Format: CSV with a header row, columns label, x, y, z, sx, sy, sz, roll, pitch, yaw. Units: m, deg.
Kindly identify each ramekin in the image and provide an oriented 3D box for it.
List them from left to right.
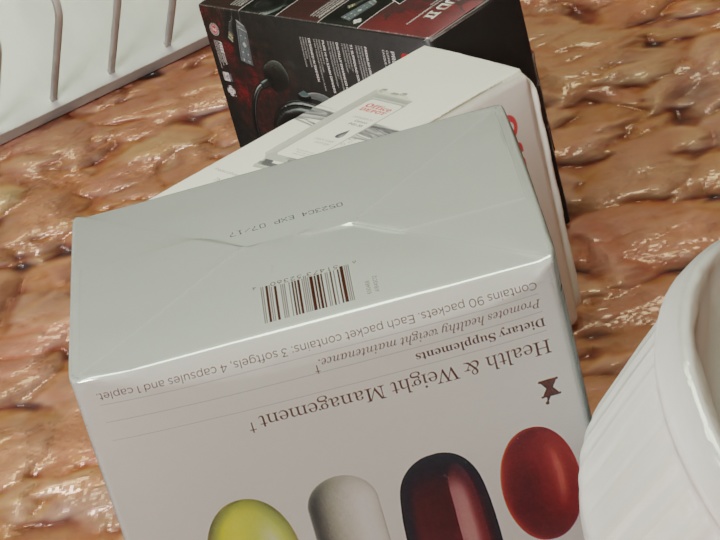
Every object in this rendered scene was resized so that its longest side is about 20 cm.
label,x,y,z,sx,sy,sz,roll,pitch,yaw
ramekin,0.170,0.091,0.900,0.094,0.202,0.203,-47,7,36

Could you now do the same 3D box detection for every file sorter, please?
label,x,y,z,sx,sy,sz,roll,pitch,yaw
file sorter,-0.197,-0.206,1.633,0.199,0.125,0.139,-28,68,-23

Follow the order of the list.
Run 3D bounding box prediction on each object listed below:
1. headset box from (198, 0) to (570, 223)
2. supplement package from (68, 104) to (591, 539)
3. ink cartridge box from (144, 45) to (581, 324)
label,x,y,z,sx,sy,sz,roll,pitch,yaw
headset box,0.020,-0.085,1.336,0.199,0.150,0.077,15,41,44
supplement package,-0.001,0.071,1.003,0.190,0.201,0.147,-15,28,3
ink cartridge box,0.000,0.000,1.190,0.199,0.147,0.083,-31,31,-29
